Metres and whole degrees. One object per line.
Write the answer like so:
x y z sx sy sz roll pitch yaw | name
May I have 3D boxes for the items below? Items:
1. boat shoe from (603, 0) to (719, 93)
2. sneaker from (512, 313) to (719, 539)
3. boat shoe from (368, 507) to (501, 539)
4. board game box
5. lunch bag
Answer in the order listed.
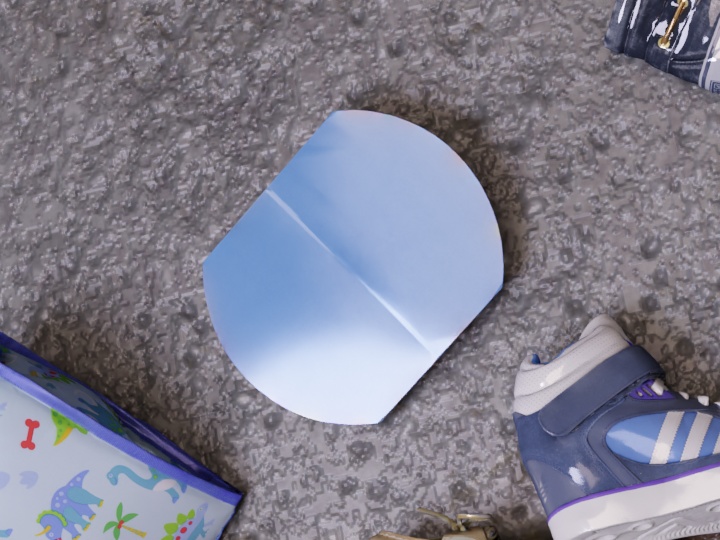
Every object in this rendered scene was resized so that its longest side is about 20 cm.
0.220 -0.217 1.263 0.091 0.071 0.201 20 91 12 | boat shoe
0.192 0.082 1.233 0.199 0.081 0.147 -12 64 -3 | sneaker
0.098 0.183 1.254 0.199 0.073 0.063 11 80 5 | boat shoe
0.000 0.000 1.318 0.158 0.039 0.200 43 101 11 | board game box
-0.200 0.163 1.309 0.200 0.127 0.170 33 93 -13 | lunch bag
